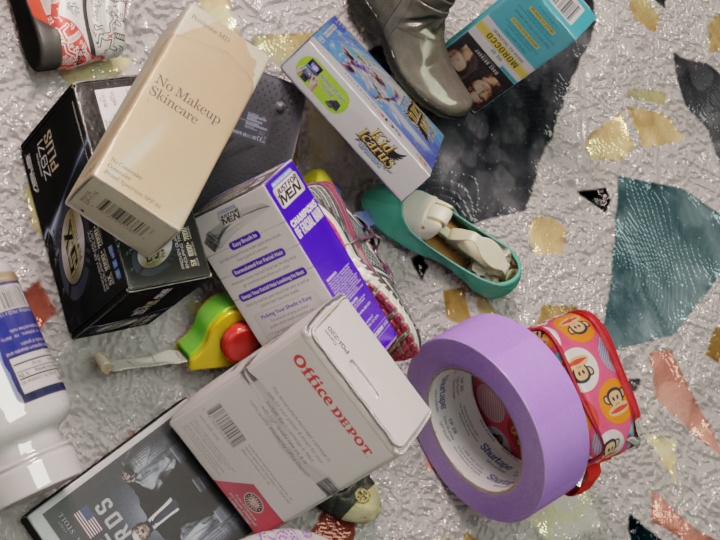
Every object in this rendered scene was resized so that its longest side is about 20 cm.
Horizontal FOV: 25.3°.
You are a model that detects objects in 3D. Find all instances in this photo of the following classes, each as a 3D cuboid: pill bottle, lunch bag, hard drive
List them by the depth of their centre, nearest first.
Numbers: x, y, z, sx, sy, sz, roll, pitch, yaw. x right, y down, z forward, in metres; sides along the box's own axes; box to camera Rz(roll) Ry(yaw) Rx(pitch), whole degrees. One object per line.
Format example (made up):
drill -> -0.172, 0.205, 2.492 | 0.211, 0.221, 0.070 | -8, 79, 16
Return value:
pill bottle -> -0.325, 0.105, 1.414 | 0.119, 0.120, 0.201 | -21, 85, -33
hard drive -> -0.133, -0.101, 1.581 | 0.134, 0.042, 0.202 | 15, 92, -43
lunch bag -> 0.196, 0.144, 1.643 | 0.082, 0.200, 0.177 | -21, 86, -31

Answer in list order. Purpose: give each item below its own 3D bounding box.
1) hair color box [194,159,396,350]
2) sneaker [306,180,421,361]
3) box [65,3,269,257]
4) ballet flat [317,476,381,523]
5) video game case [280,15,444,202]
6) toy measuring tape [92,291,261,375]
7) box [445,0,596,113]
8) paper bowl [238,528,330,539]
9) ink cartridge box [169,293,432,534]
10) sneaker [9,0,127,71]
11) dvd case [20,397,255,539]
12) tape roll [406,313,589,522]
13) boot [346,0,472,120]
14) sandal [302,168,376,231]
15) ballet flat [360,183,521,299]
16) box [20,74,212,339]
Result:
hair color box -> -0.065, 0.008, 1.520 | 0.201, 0.109, 0.065 | 58, 38, -13
sneaker -> 0.000, 0.000, 1.567 | 0.201, 0.080, 0.075 | 56, 43, -8
box -> -0.167, -0.124, 1.410 | 0.095, 0.078, 0.201 | 32, 61, -16
ballet flat -> -0.050, 0.173, 1.581 | 0.200, 0.057, 0.066 | 48, 58, -7
video game case -> 0.007, -0.173, 1.668 | 0.181, 0.045, 0.200 | 48, 16, -8
toy measuring tape -> -0.159, 0.058, 1.548 | 0.199, 0.073, 0.074 | -4, 75, -32
box -> 0.163, -0.252, 1.759 | 0.082, 0.200, 0.049 | 47, 56, -7
paper bowl -> -0.081, 0.344, 1.475 | 0.199, 0.104, 0.202 | 9, 71, -27
ink cartridge box -> -0.056, 0.135, 1.488 | 0.146, 0.200, 0.085 | 53, 36, -5
sneaker -> -0.297, -0.299, 1.601 | 0.107, 0.067, 0.203 | -12, 83, -32
dvd case -> -0.195, 0.234, 1.499 | 0.200, 0.025, 0.151 | -36, 93, -34
tape roll -> 0.135, 0.148, 1.607 | 0.065, 0.200, 0.201 | -27, 87, -33
boot -> 0.080, -0.271, 1.743 | 0.201, 0.131, 0.068 | 53, 38, 5
sandal -> -0.029, -0.003, 1.644 | 0.087, 0.079, 0.202 | 19, 67, -26
ballet flat -> 0.095, -0.041, 1.726 | 0.199, 0.070, 0.068 | 33, 61, -15
box -> -0.231, -0.058, 1.496 | 0.086, 0.164, 0.202 | -11, 80, -31
